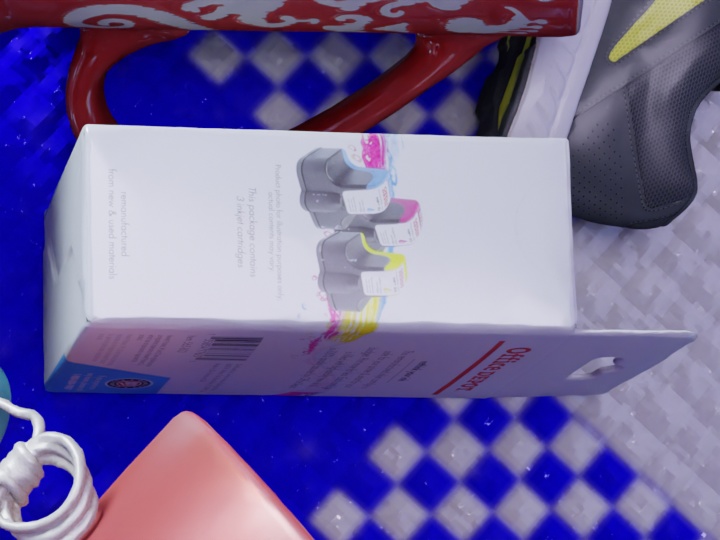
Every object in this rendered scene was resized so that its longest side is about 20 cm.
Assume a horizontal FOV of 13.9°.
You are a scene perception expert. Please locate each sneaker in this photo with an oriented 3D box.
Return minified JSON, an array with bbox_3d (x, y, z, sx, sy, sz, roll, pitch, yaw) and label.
[{"bbox_3d":[0.106,-0.106,1.056,0.084,0.074,0.200,24,82,-12],"label":"sneaker"}]

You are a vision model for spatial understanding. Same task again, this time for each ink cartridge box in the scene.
[{"bbox_3d":[0.000,0.000,0.977,0.200,0.115,0.068,2,77,-13],"label":"ink cartridge box"}]

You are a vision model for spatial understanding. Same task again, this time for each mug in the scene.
[{"bbox_3d":[-0.022,-0.125,0.985,0.199,0.178,0.134,3,51,4],"label":"mug"}]

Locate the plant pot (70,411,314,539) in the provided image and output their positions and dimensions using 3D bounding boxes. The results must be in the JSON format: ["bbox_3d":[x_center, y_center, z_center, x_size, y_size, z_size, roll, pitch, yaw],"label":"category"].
[{"bbox_3d":[-0.057,0.173,0.894,0.177,0.200,0.200,-40,88,-6],"label":"plant pot"}]

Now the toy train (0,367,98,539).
[{"bbox_3d":[-0.166,0.100,0.924,0.200,0.056,0.150,-39,59,7],"label":"toy train"}]
